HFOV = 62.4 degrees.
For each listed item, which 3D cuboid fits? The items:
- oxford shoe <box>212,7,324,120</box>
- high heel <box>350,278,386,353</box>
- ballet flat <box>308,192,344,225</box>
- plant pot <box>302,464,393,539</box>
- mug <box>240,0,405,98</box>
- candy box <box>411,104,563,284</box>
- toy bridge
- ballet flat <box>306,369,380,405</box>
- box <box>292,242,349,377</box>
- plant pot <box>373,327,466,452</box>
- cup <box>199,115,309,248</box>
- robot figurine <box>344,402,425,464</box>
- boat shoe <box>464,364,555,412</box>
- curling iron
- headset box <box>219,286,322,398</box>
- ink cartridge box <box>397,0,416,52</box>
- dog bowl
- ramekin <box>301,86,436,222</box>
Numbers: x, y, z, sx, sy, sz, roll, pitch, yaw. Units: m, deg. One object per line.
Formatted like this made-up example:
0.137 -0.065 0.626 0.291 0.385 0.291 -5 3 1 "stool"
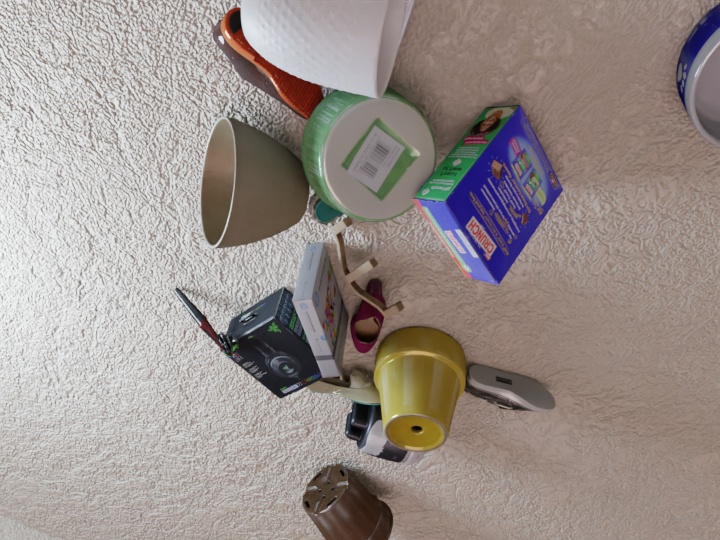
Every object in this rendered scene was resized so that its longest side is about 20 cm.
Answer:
-0.133 -0.297 0.886 0.200 0.072 0.072 43 153 -28 "oxford shoe"
0.012 0.119 1.182 0.066 0.097 0.203 5 132 0 "high heel"
-0.006 -0.151 0.967 0.198 0.072 0.072 -34 123 -1 "ballet flat"
-0.044 0.643 1.595 0.198 0.201 0.200 -23 115 27 "plant pot"
-0.039 -0.324 0.699 0.172 0.148 0.204 14 101 7 "mug"
0.195 -0.112 0.885 0.076 0.201 0.170 11 146 54 "candy box"
0.000 0.000 1.078 0.067 0.027 0.202 -31 92 31 "toy bridge"
-0.034 0.250 1.322 0.196 0.070 0.070 6 132 15 "ballet flat"
-0.070 0.075 1.122 0.040 0.157 0.202 -8 128 13 "box"
0.119 0.254 1.219 0.196 0.191 0.203 4 131 5 "plant pot"
-0.165 -0.133 0.958 0.141 0.203 0.202 3 138 -29 "cup"
0.065 0.369 1.374 0.196 0.127 0.150 19 161 -7 "robot figurine"
0.316 0.262 1.275 0.196 0.071 0.064 20 132 3 "boat shoe"
-0.316 0.101 1.214 0.199 0.025 0.050 41 119 22 "curling iron"
-0.169 0.151 1.247 0.173 0.094 0.200 -29 120 29 "headset box"
-0.033 -0.352 0.800 0.196 0.077 0.138 18 130 -7 "ink cartridge box"
0.526 -0.262 0.775 0.196 0.080 0.203 5 132 6 "dog bowl"
0.016 -0.170 0.877 0.196 0.098 0.204 -5 110 -13 "ramekin"
